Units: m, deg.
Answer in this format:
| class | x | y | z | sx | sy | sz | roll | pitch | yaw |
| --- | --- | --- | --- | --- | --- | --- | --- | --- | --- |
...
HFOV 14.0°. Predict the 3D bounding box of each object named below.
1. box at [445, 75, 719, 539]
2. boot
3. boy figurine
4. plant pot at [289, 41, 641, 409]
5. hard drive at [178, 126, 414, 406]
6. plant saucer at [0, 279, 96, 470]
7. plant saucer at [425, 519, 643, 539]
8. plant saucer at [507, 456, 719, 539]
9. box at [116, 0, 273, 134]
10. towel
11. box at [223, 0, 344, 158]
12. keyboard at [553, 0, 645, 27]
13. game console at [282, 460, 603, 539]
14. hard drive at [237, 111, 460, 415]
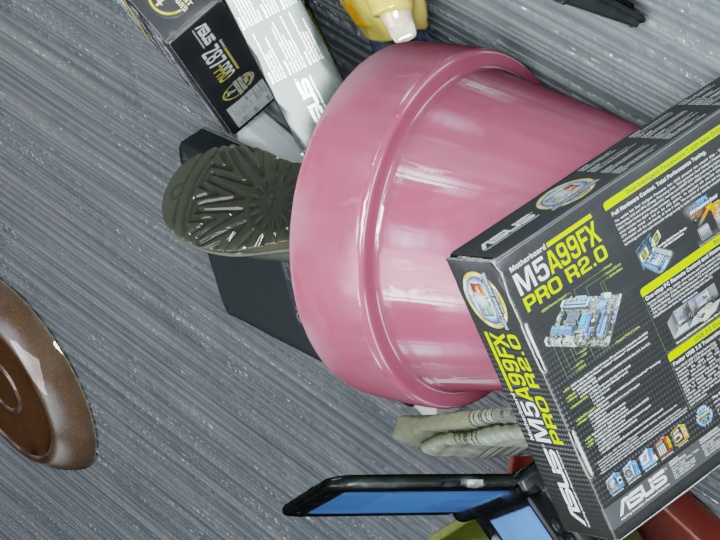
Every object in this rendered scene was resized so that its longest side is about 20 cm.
| class | x | y | z | sx | sy | sz | roll | pitch | yaw |
| --- | --- | --- | --- | --- | --- | --- | --- | --- | --- |
| box | 0.156 | 0.015 | 1.455 | 0.044 | 0.200 | 0.161 | 4 | 124 | 58 |
| boot | -0.002 | 0.002 | 1.751 | 0.181 | 0.073 | 0.200 | 10 | 163 | 32 |
| boy figurine | 0.005 | -0.158 | 1.665 | 0.200 | 0.064 | 0.124 | 64 | 175 | -21 |
| plant pot | 0.090 | -0.015 | 1.570 | 0.179 | 0.200 | 0.200 | 11 | 130 | 37 |
| hard drive | -0.036 | -0.004 | 1.896 | 0.200 | 0.033 | 0.140 | 25 | 139 | 47 |
| plant saucer | -0.299 | 0.092 | 2.521 | 0.200 | 0.032 | 0.201 | 40 | 148 | 31 |
| plant saucer | 0.144 | 0.215 | 1.788 | 0.200 | 0.048 | 0.200 | 56 | 154 | 4 |
| plant saucer | 0.169 | 0.179 | 1.800 | 0.200 | 0.037 | 0.200 | 43 | 150 | 27 |
| box | -0.131 | -0.180 | 1.821 | 0.161 | 0.049 | 0.200 | 48 | 178 | 17 |
| towel | 0.143 | 0.090 | 1.592 | 0.200 | 0.192 | 0.035 | -10 | 81 | 63 |
| box | -0.061 | -0.168 | 1.707 | 0.200 | 0.047 | 0.193 | 63 | -176 | -8 |
| keyboard | 0.050 | -0.182 | 1.542 | 0.200 | 0.127 | 0.021 | 33 | 104 | 40 |
| game console | 0.060 | 0.169 | 1.654 | 0.176 | 0.116 | 0.200 | 56 | 168 | 2 |
| hard drive | -0.007 | -0.001 | 1.916 | 0.200 | 0.027 | 0.132 | 40 | 149 | 30 |
